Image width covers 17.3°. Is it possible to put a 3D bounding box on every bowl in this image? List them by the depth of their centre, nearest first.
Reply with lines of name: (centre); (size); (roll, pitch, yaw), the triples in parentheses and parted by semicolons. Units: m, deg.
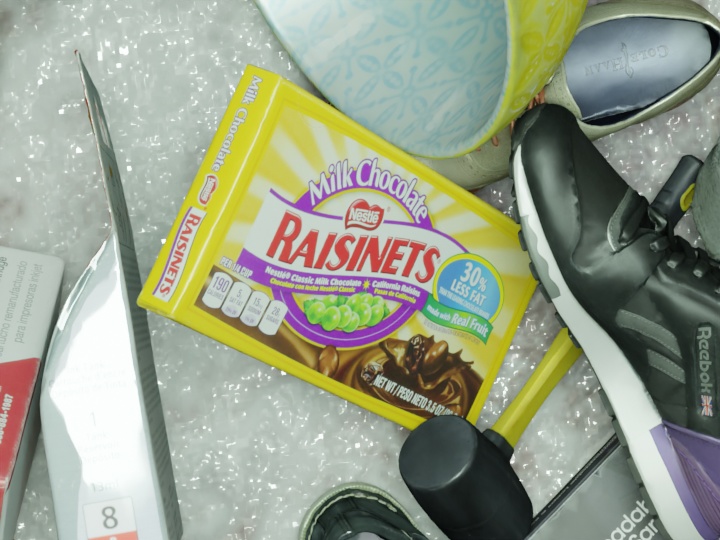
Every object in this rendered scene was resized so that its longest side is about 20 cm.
bowl: (0.033, -0.157, 0.946); (0.107, 0.200, 0.201); (-32, 92, -26)

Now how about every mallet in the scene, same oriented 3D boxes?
mallet: (0.086, 0.027, 1.017); (0.066, 0.041, 0.201); (40, 78, -46)

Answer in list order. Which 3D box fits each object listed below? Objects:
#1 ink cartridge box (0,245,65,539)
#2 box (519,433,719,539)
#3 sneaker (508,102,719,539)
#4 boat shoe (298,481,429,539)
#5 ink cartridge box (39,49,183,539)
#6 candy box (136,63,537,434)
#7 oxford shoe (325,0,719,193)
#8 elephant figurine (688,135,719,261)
ink cartridge box: (-0.230, 0.049, 0.946); (0.198, 0.145, 0.084); (10, 127, -4)
box: (0.178, 0.145, 1.038); (0.143, 0.036, 0.200); (-45, 94, -4)
sneaker: (0.133, 0.012, 0.964); (0.087, 0.076, 0.201); (-22, 107, 23)
boat shoe: (0.048, 0.176, 1.011); (0.074, 0.066, 0.200); (-34, 92, -4)
ink cartridge box: (-0.111, 0.022, 0.953); (0.050, 0.162, 0.202); (-13, 90, -4)
candy box: (0.000, 0.000, 0.966); (0.026, 0.200, 0.103); (19, 85, 41)
oxford shoe: (0.062, -0.075, 1.012); (0.199, 0.074, 0.071); (-23, 93, -3)
elephant figurine: (0.208, -0.047, 1.006); (0.200, 0.155, 0.142); (42, 114, 5)
